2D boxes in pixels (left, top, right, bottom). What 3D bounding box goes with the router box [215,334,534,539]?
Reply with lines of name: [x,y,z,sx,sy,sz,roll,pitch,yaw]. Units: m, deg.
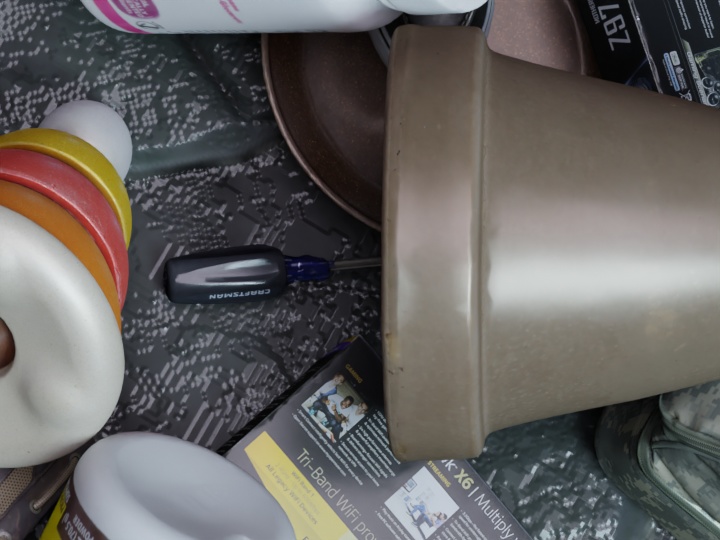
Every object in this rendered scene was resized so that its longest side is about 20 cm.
router box: [0.001,0.158,1.431,0.157,0.052,0.200,-40,92,-15]

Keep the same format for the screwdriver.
screwdriver: [0.000,0.000,1.466,0.199,0.028,0.029,-1,113,-13]

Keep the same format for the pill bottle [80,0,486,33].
pill bottle: [-0.035,-0.168,1.382,0.113,0.199,0.114,-5,96,-56]

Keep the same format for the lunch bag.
lunch bag: [0.231,0.050,1.430,0.139,0.168,0.200,41,75,-14]

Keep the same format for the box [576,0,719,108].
box: [0.177,-0.173,1.495,0.160,0.043,0.201,-17,87,-32]

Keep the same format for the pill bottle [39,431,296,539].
pill bottle: [-0.115,0.181,1.341,0.109,0.109,0.201,24,111,-8]

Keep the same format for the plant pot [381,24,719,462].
plant pot: [0.099,-0.010,1.346,0.174,0.200,0.201,2,82,4]

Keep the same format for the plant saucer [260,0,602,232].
plant saucer: [0.045,-0.107,1.484,0.199,0.037,0.202,2,83,-13]

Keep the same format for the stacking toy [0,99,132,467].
stacking toy: [-0.150,-0.018,1.372,0.146,0.146,0.200,35,39,-6]

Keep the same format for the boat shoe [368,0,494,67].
boat shoe: [0.036,-0.190,1.438,0.072,0.071,0.201,1,83,-12]

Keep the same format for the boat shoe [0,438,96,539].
boat shoe: [-0.188,0.145,1.381,0.073,0.074,0.201,30,79,-7]
